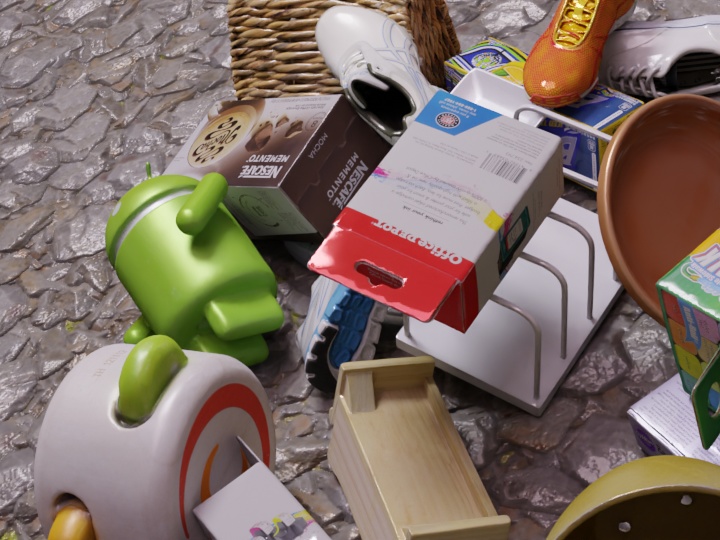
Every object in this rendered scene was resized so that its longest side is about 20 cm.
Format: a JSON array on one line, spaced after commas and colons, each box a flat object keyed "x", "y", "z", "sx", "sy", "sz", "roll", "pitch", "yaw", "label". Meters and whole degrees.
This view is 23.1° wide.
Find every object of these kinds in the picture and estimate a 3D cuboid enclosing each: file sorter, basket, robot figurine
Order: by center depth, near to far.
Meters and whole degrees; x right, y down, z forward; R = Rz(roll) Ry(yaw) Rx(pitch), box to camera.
[{"x": 0.135, "y": -0.015, "z": 1.443, "sx": 0.138, "sy": 0.125, "sz": 0.200, "roll": 25, "pitch": 59, "yaw": 22, "label": "file sorter"}, {"x": -0.151, "y": -0.002, "z": 1.559, "sx": 0.115, "sy": 0.176, "sz": 0.200, "roll": -13, "pitch": 53, "yaw": -38, "label": "robot figurine"}, {"x": -0.013, "y": -0.235, "z": 1.704, "sx": 0.198, "sy": 0.144, "sz": 0.149, "roll": 1, "pitch": 16, "yaw": 26, "label": "basket"}]

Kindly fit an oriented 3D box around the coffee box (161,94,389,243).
[{"x": -0.083, "y": -0.094, "z": 1.624, "sx": 0.199, "sy": 0.080, "sz": 0.113, "roll": 5, "pitch": 54, "yaw": 51, "label": "coffee box"}]

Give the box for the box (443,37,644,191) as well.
[{"x": 0.168, "y": -0.145, "z": 1.618, "sx": 0.064, "sy": 0.071, "sz": 0.199, "roll": -31, "pitch": 42, "yaw": -29, "label": "box"}]

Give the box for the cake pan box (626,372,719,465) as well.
[{"x": 0.325, "y": 0.115, "z": 1.307, "sx": 0.183, "sy": 0.053, "sz": 0.200, "roll": -33, "pitch": 43, "yaw": -15, "label": "cake pan box"}]

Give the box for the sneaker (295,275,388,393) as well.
[{"x": 0.000, "y": 0.000, "z": 1.504, "sx": 0.201, "sy": 0.075, "sz": 0.087, "roll": -56, "pitch": 31, "yaw": 8, "label": "sneaker"}]

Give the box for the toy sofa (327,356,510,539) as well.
[{"x": 0.041, "y": 0.166, "z": 1.365, "sx": 0.082, "sy": 0.098, "sz": 0.201, "roll": -4, "pitch": 38, "yaw": -18, "label": "toy sofa"}]

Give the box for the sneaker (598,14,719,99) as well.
[{"x": 0.264, "y": -0.191, "z": 1.627, "sx": 0.198, "sy": 0.073, "sz": 0.071, "roll": -11, "pitch": 36, "yaw": 11, "label": "sneaker"}]

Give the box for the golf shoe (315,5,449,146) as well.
[{"x": 0.014, "y": -0.174, "z": 1.551, "sx": 0.078, "sy": 0.097, "sz": 0.200, "roll": -52, "pitch": 59, "yaw": 17, "label": "golf shoe"}]

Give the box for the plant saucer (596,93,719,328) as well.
[{"x": 0.266, "y": -0.040, "z": 1.410, "sx": 0.201, "sy": 0.200, "sz": 0.037, "roll": -52, "pitch": 15, "yaw": -29, "label": "plant saucer"}]

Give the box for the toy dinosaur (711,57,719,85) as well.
[{"x": 0.335, "y": -0.137, "z": 1.566, "sx": 0.200, "sy": 0.048, "sz": 0.088, "roll": -40, "pitch": 60, "yaw": -20, "label": "toy dinosaur"}]

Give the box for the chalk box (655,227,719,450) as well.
[{"x": 0.300, "y": 0.042, "z": 1.263, "sx": 0.199, "sy": 0.125, "sz": 0.124, "roll": -37, "pitch": 43, "yaw": -18, "label": "chalk box"}]

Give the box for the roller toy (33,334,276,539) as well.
[{"x": -0.163, "y": 0.154, "z": 1.376, "sx": 0.139, "sy": 0.182, "sz": 0.202, "roll": 5, "pitch": 84, "yaw": 26, "label": "roller toy"}]

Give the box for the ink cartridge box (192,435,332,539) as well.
[{"x": -0.054, "y": 0.225, "z": 1.305, "sx": 0.068, "sy": 0.116, "sz": 0.200, "roll": -34, "pitch": 42, "yaw": -14, "label": "ink cartridge box"}]

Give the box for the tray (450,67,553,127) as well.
[{"x": 0.081, "y": -0.088, "z": 1.566, "sx": 0.107, "sy": 0.022, "sz": 0.200, "roll": 28, "pitch": 73, "yaw": 41, "label": "tray"}]

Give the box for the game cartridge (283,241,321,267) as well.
[{"x": 0.033, "y": -0.037, "z": 1.599, "sx": 0.199, "sy": 0.041, "sz": 0.134, "roll": 14, "pitch": 50, "yaw": 33, "label": "game cartridge"}]

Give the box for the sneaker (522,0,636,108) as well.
[{"x": 0.193, "y": -0.223, "z": 1.578, "sx": 0.072, "sy": 0.078, "sz": 0.201, "roll": 13, "pitch": 51, "yaw": 20, "label": "sneaker"}]

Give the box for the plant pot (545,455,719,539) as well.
[{"x": 0.209, "y": 0.203, "z": 1.183, "sx": 0.198, "sy": 0.202, "sz": 0.142, "roll": -12, "pitch": 18, "yaw": 11, "label": "plant pot"}]

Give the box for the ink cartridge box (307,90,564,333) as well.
[{"x": 0.059, "y": -0.034, "z": 1.344, "sx": 0.116, "sy": 0.068, "sz": 0.200, "roll": 24, "pitch": 59, "yaw": 24, "label": "ink cartridge box"}]
